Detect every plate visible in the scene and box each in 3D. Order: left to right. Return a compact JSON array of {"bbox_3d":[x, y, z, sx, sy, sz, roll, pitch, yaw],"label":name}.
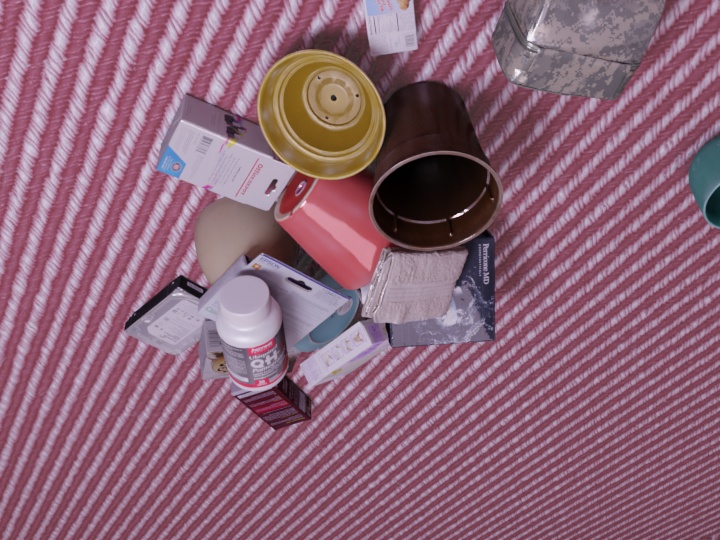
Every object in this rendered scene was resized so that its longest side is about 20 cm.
[{"bbox_3d":[-0.059,0.084,1.468,0.199,0.026,0.202,-32,143,-29],"label":"plate"}]

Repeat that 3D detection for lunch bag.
[{"bbox_3d":[0.300,-0.343,1.008,0.197,0.141,0.169,7,139,-14],"label":"lunch bag"}]

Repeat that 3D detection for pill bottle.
[{"bbox_3d":[-0.182,0.104,1.237,0.109,0.112,0.201,-3,139,-1],"label":"pill bottle"}]

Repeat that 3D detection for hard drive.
[{"bbox_3d":[-0.381,0.100,1.544,0.199,0.038,0.139,-33,131,30],"label":"hard drive"}]

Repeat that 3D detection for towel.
[{"bbox_3d":[0.095,0.022,1.231,0.198,0.034,0.134,-4,122,-41],"label":"towel"}]

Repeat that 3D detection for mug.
[{"bbox_3d":[0.653,-0.171,1.253,0.151,0.115,0.185,29,129,-31],"label":"mug"}]

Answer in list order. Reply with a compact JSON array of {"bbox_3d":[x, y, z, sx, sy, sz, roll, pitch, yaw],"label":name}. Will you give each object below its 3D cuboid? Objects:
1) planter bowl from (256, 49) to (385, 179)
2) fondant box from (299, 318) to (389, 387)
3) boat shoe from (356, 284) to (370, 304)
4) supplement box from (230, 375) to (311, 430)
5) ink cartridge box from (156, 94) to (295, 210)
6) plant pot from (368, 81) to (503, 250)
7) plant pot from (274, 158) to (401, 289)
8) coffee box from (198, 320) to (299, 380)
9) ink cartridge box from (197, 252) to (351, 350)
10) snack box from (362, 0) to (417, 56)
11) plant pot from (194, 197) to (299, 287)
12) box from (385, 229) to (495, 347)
[{"bbox_3d":[-0.050,-0.246,1.116,0.197,0.084,0.203,8,126,11],"label":"planter bowl"},{"bbox_3d":[-0.014,0.168,1.584,0.200,0.059,0.144,-39,163,33],"label":"fondant box"},{"bbox_3d":[0.000,0.000,1.341,0.066,0.200,0.075,-14,113,-13],"label":"boat shoe"},{"bbox_3d":[-0.210,0.303,1.771,0.108,0.061,0.200,-19,136,18],"label":"supplement box"},{"bbox_3d":[-0.215,-0.186,1.203,0.198,0.068,0.115,20,134,-25],"label":"ink cartridge box"},{"bbox_3d":[0.107,-0.172,1.145,0.197,0.200,0.202,-2,140,-1],"label":"plant pot"},{"bbox_3d":[-0.035,-0.096,1.242,0.176,0.202,0.200,33,128,-25],"label":"plant pot"},{"bbox_3d":[-0.235,0.163,1.564,0.197,0.081,0.114,-1,143,-21],"label":"coffee box"},{"bbox_3d":[-0.150,0.049,1.293,0.198,0.041,0.199,29,129,-32],"label":"ink cartridge box"},{"bbox_3d":[0.036,-0.392,1.020,0.071,0.025,0.201,-7,139,4],"label":"snack box"},{"bbox_3d":[-0.208,-0.018,1.347,0.197,0.136,0.202,-3,140,-2],"label":"plant pot"},{"bbox_3d":[0.144,0.026,1.374,0.197,0.118,0.200,-4,105,-1],"label":"box"}]
